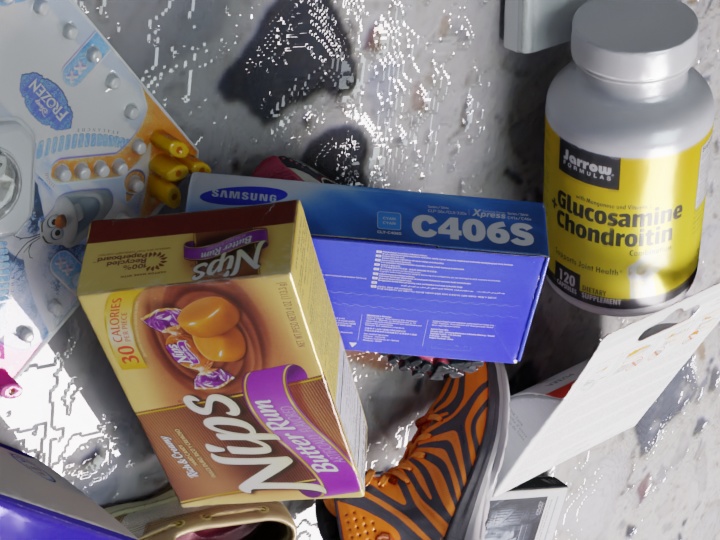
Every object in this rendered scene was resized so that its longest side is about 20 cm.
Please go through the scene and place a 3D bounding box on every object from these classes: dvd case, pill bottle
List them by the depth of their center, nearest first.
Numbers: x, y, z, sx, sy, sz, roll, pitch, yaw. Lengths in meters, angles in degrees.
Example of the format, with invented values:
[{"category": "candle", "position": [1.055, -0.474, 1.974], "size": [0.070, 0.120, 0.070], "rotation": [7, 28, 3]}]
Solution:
[{"category": "pill bottle", "position": [0.178, -0.078, 1.003], "size": [0.111, 0.112, 0.202], "rotation": [-29, 134, -29]}, {"category": "dvd case", "position": [0.068, 0.231, 1.128], "size": [0.198, 0.025, 0.152], "rotation": [4, 106, -44]}]

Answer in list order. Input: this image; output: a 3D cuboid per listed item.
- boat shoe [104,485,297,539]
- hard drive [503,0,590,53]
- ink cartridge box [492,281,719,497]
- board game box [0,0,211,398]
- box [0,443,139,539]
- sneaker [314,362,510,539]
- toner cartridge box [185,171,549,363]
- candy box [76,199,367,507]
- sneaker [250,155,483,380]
[{"category": "boat shoe", "position": [-0.126, 0.179, 0.894], "size": [0.199, 0.066, 0.075], "rotation": [-28, 126, -31]}, {"category": "hard drive", "position": [0.147, -0.254, 0.967], "size": [0.131, 0.026, 0.203], "rotation": [-21, 122, -34]}, {"category": "ink cartridge box", "position": [0.172, 0.068, 1.069], "size": [0.161, 0.050, 0.201], "rotation": [-20, 149, -35]}, {"category": "board game box", "position": [-0.190, -0.042, 0.758], "size": [0.201, 0.026, 0.200], "rotation": [-51, 135, -12]}, {"category": "box", "position": [-0.231, 0.181, 0.738], "size": [0.201, 0.104, 0.184], "rotation": [-58, 154, -5]}, {"category": "sneaker", "position": [0.033, 0.131, 1.010], "size": [0.111, 0.078, 0.202], "rotation": [17, 65, -8]}, {"category": "toner cartridge box", "position": [0.000, 0.000, 0.841], "size": [0.197, 0.044, 0.096], "rotation": [5, 137, -4]}, {"category": "candy box", "position": [-0.069, 0.053, 0.828], "size": [0.201, 0.115, 0.057], "rotation": [76, 13, -46]}, {"category": "sneaker", "position": [0.003, -0.008, 0.927], "size": [0.200, 0.080, 0.075], "rotation": [40, 45, -35]}]
